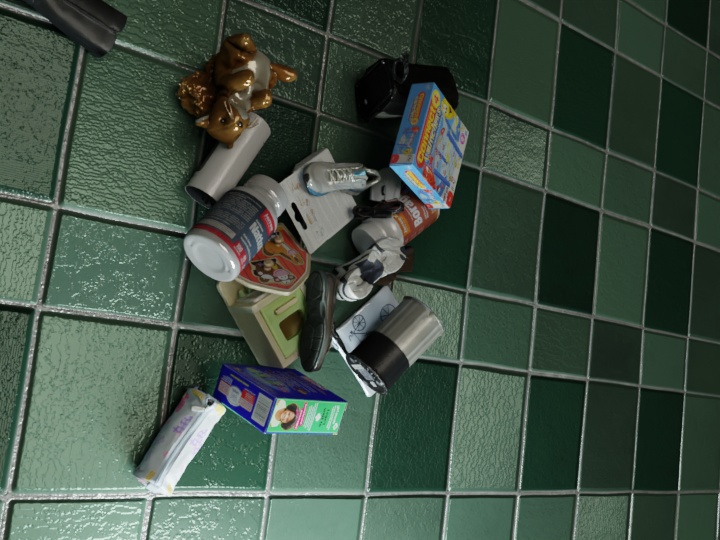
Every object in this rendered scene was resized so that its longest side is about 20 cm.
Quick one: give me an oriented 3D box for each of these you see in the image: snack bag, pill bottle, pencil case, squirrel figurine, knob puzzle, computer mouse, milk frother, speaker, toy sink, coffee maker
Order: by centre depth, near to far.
[{"bbox_3d":[-0.335,0.317,1.355,0.083,0.091,0.200,43,66,-26],"label":"pencil case"},{"bbox_3d":[-0.226,-0.087,1.364,0.120,0.120,0.200,52,52,-22],"label":"pill bottle"},{"bbox_3d":[-0.252,-0.329,1.386,0.142,0.200,0.187,31,74,-51],"label":"squirrel figurine"},{"bbox_3d":[-0.182,-0.027,1.427,0.220,0.220,0.030,-11,137,-35],"label":"knob puzzle"},{"bbox_3d":[-0.259,-0.217,1.433,0.081,0.081,0.200,40,68,-27],"label":"speaker"},{"bbox_3d":[-0.174,0.076,1.463,0.130,0.112,0.200,-35,108,-31],"label":"toy sink"},{"bbox_3d":[0.035,0.122,1.546,0.188,0.180,0.200,-44,117,-21],"label":"milk frother"},{"bbox_3d":[0.052,-0.181,1.616,0.200,0.110,0.044,-74,156,-50],"label":"computer mouse"},{"bbox_3d":[0.121,-0.401,1.638,0.200,0.192,0.135,-5,95,-34],"label":"coffee maker"},{"bbox_3d":[0.078,-0.110,1.646,0.200,0.112,0.112,-39,110,-30],"label":"pill bottle"},{"bbox_3d":[0.039,0.164,1.664,0.200,0.021,0.189,-41,110,-26],"label":"snack bag"}]

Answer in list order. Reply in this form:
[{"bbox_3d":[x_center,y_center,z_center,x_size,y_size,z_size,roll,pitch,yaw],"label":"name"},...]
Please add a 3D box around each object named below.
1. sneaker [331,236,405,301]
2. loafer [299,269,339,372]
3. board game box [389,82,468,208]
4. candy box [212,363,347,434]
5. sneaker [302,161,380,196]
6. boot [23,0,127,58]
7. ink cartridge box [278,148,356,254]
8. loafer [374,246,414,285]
[{"bbox_3d":[0.000,0.000,1.542,0.080,0.130,0.199,54,53,-19],"label":"sneaker"},{"bbox_3d":[-0.072,0.101,1.432,0.063,0.072,0.200,9,85,-44],"label":"loafer"},{"bbox_3d":[0.153,-0.265,1.568,0.196,0.056,0.200,38,62,-52],"label":"board game box"},{"bbox_3d":[-0.153,0.248,1.408,0.200,0.169,0.077,13,97,-48],"label":"candy box"},{"bbox_3d":[-0.035,-0.200,1.523,0.200,0.087,0.075,-9,89,-49],"label":"sneaker"},{"bbox_3d":[-0.501,-0.499,1.282,0.200,0.066,0.165,31,80,-27],"label":"boot"},{"bbox_3d":[-0.100,-0.146,1.534,0.200,0.057,0.163,-43,113,-41],"label":"ink cartridge box"},{"bbox_3d":[0.050,0.004,1.645,0.200,0.073,0.071,-22,103,-31],"label":"loafer"}]
